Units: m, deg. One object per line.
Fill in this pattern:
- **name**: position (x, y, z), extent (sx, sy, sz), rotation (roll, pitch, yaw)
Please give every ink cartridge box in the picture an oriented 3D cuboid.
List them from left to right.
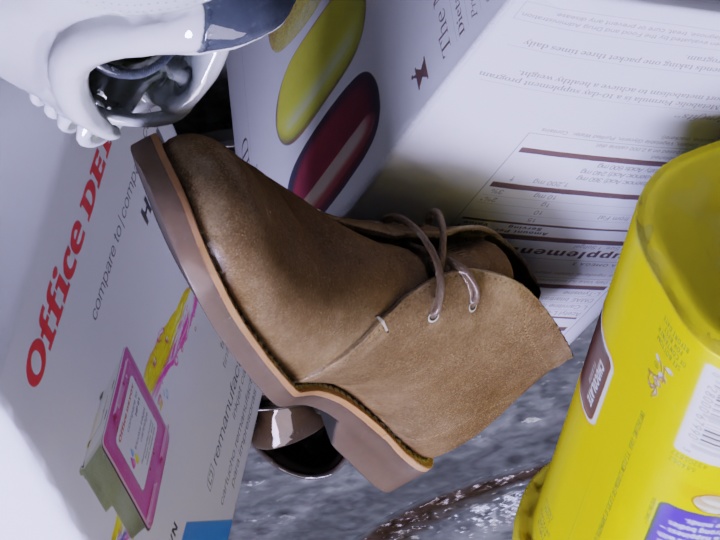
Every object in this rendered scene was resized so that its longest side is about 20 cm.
- **ink cartridge box**: position (-0.101, 0.029, 0.865), extent (0.084, 0.145, 0.200), rotation (1, 146, 17)

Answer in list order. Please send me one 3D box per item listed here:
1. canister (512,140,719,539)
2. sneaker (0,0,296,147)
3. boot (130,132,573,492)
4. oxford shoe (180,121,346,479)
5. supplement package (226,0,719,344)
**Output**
- **canister**: position (0.131, 0.039, 0.847), extent (0.148, 0.087, 0.200), rotation (-17, 150, -18)
- **sneaker**: position (-0.075, -0.064, 0.715), extent (0.073, 0.071, 0.200), rotation (-25, -177, -20)
- **boot**: position (0.000, 0.000, 0.781), extent (0.075, 0.074, 0.200), rotation (-27, 154, 12)
- **oxford shoe**: position (-0.025, 0.015, 1.007), extent (0.072, 0.085, 0.200), rotation (-9, 150, 8)
- **supplement package**: position (0.046, -0.068, 0.837), extent (0.109, 0.114, 0.200), rotation (5, 150, -23)
